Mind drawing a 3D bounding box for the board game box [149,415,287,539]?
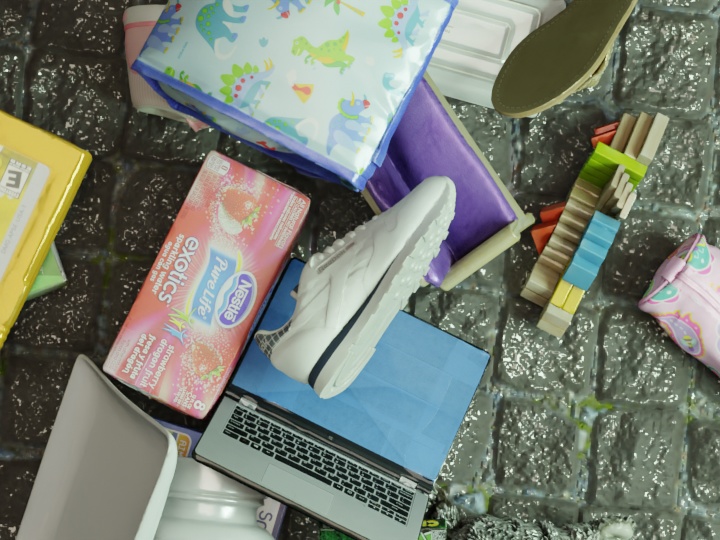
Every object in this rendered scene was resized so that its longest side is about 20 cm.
[{"bbox_3d":[-0.140,0.234,1.721,0.134,0.034,0.201,17,86,-1],"label":"board game box"}]

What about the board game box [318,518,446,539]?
[{"bbox_3d":[0.017,0.295,1.692,0.104,0.023,0.202,0,109,2],"label":"board game box"}]

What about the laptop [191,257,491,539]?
[{"bbox_3d":[-0.010,0.106,1.654,0.186,0.200,0.116,26,109,0],"label":"laptop"}]

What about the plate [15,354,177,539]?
[{"bbox_3d":[-0.206,0.190,1.644,0.032,0.200,0.201,16,99,-31],"label":"plate"}]

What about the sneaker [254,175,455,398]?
[{"bbox_3d":[0.000,0.000,1.640,0.080,0.076,0.200,35,83,19],"label":"sneaker"}]

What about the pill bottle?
[{"bbox_3d":[-0.127,0.249,1.642,0.119,0.120,0.202,5,84,-1],"label":"pill bottle"}]

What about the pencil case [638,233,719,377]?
[{"bbox_3d":[0.324,0.060,1.724,0.200,0.087,0.088,42,86,2],"label":"pencil case"}]

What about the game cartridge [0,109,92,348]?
[{"bbox_3d":[-0.338,-0.042,1.702,0.175,0.032,0.201,25,84,0],"label":"game cartridge"}]

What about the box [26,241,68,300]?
[{"bbox_3d":[-0.357,-0.022,1.733,0.199,0.036,0.145,-20,87,-2],"label":"box"}]

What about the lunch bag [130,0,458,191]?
[{"bbox_3d":[-0.044,-0.173,1.622,0.199,0.127,0.171,25,85,20],"label":"lunch bag"}]

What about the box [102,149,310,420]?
[{"bbox_3d":[-0.123,0.015,1.705,0.095,0.100,0.201,26,85,0],"label":"box"}]

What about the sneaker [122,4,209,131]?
[{"bbox_3d":[-0.099,-0.165,1.729,0.198,0.075,0.106,0,82,6],"label":"sneaker"}]

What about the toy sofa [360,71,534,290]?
[{"bbox_3d":[0.047,-0.089,1.706,0.083,0.098,0.201,-35,87,23],"label":"toy sofa"}]

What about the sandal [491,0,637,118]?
[{"bbox_3d":[0.189,-0.185,1.747,0.077,0.070,0.212,19,64,34],"label":"sandal"}]

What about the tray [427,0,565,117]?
[{"bbox_3d":[0.067,-0.205,1.765,0.199,0.022,0.108,15,85,-1],"label":"tray"}]

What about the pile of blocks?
[{"bbox_3d":[0.183,-0.048,1.727,0.062,0.082,0.201,26,86,0],"label":"pile of blocks"}]

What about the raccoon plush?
[{"bbox_3d":[0.133,0.205,1.708,0.134,0.097,0.200,-38,88,-12],"label":"raccoon plush"}]
